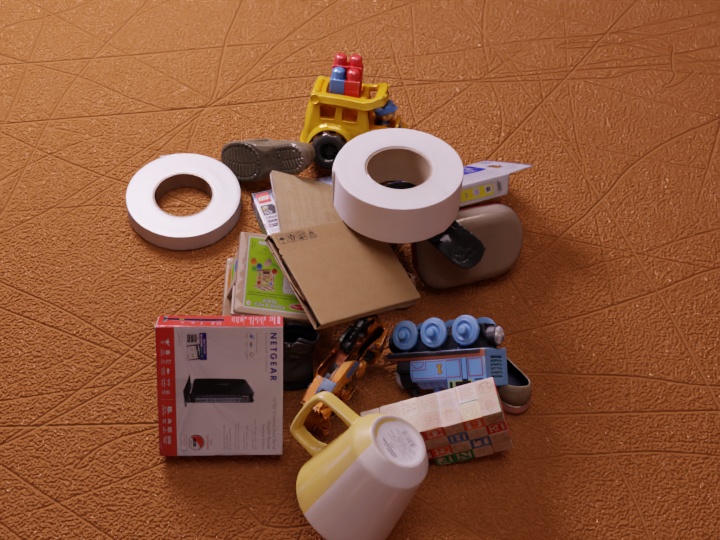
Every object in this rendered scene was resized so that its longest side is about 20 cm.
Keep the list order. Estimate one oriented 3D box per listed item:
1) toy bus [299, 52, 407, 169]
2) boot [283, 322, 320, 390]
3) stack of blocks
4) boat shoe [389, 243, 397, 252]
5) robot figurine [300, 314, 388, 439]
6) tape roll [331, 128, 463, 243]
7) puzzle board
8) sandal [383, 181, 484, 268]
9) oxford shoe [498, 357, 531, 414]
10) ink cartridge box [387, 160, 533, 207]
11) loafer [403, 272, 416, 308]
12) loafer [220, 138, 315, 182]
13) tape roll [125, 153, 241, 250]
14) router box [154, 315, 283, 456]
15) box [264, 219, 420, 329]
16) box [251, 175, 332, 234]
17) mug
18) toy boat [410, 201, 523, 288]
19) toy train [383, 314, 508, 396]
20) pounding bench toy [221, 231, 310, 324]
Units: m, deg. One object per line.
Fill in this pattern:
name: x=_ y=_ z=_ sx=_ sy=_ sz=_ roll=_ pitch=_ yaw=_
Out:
toy bus: x=-0.002 y=-0.286 z=1.837 sx=0.199 sy=0.193 sz=0.136 roll=10 pitch=29 yaw=1
boot: x=-0.163 y=0.127 z=1.544 sx=0.199 sy=0.132 sz=0.070 roll=-8 pitch=53 yaw=-11
stack of blocks: x=0.111 y=0.232 z=1.491 sx=0.199 sy=0.115 sz=0.059 roll=-15 pitch=51 yaw=7
boat shoe: x=0.021 y=-0.102 z=1.726 sx=0.070 sy=0.070 sz=0.200 roll=8 pitch=41 yaw=-34
robot figurine: x=-0.021 y=0.149 z=1.541 sx=0.058 sy=0.145 sz=0.200 roll=31 pitch=64 yaw=12
tape roll: x=0.057 y=-0.134 z=1.590 sx=0.202 sy=0.071 sz=0.203 roll=1 pitch=45 yaw=-1
puzzle board: x=-0.071 y=-0.084 z=1.710 sx=0.150 sy=0.017 sz=0.200 roll=12 pitch=39 yaw=-23
sandal: x=0.111 y=-0.077 z=1.633 sx=0.200 sy=0.045 sz=0.075 roll=36 pitch=90 yaw=8
oxford shoe: x=0.187 y=0.137 z=1.601 sx=0.200 sy=0.074 sz=0.071 roll=33 pitch=56 yaw=20
ink cartridge box: x=0.171 y=-0.146 z=1.780 sx=0.199 sy=0.047 sz=0.198 roll=-13 pitch=12 yaw=-15
loafer: x=0.000 y=0.000 z=1.704 sx=0.199 sy=0.063 sz=0.072 roll=19 pitch=52 yaw=10
loafer: x=-0.162 y=-0.196 z=1.824 sx=0.199 sy=0.076 sz=0.067 roll=7 pitch=14 yaw=34
tape roll: x=-0.308 y=-0.123 z=1.795 sx=0.202 sy=0.037 sz=0.203 roll=2 pitch=51 yaw=-2
router box: x=-0.200 y=0.165 z=1.474 sx=0.179 sy=0.201 sz=0.049 roll=0 pitch=17 yaw=-4
box: x=-0.024 y=-0.001 z=1.532 sx=0.200 sy=0.021 sz=0.164 roll=-13 pitch=64 yaw=-40
box: x=-0.081 y=-0.107 z=1.802 sx=0.199 sy=0.035 sz=0.110 roll=-14 pitch=53 yaw=-15
mug: x=-0.002 y=0.261 z=1.362 sx=0.186 sy=0.153 sz=0.150 roll=26 pitch=38 yaw=-14
toy boat: x=0.172 y=-0.054 z=1.743 sx=0.199 sy=0.131 sz=0.131 roll=-12 pitch=24 yaw=-14
toy train: x=0.128 y=0.130 z=1.553 sx=0.199 sy=0.087 sz=0.115 roll=-8 pitch=80 yaw=35
pounding bench toy: x=-0.107 y=0.035 z=1.604 sx=0.199 sy=0.156 sz=0.125 roll=7 pitch=71 yaw=-14
